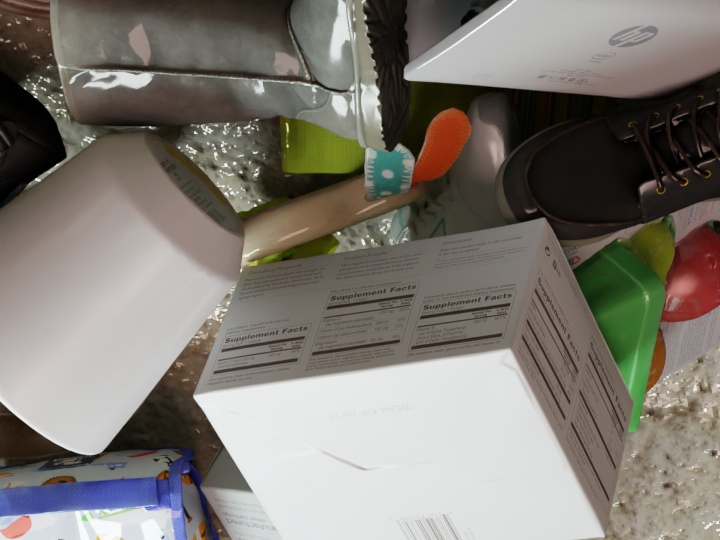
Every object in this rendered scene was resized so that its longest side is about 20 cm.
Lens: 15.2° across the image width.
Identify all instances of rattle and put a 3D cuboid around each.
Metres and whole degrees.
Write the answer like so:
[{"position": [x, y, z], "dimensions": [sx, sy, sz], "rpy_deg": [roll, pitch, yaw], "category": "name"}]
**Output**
[{"position": [0.000, 0.000, 1.624], "dimensions": [0.200, 0.143, 0.130], "rpy_deg": [-17, 166, 35], "category": "rattle"}]

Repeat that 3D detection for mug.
[{"position": [-0.156, -0.010, 1.581], "dimensions": [0.153, 0.187, 0.149], "rpy_deg": [-43, 136, 12], "category": "mug"}]

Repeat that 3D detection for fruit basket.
[{"position": [0.173, 0.013, 1.683], "dimensions": [0.094, 0.200, 0.186], "rpy_deg": [36, 142, 28], "category": "fruit basket"}]

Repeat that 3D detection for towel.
[{"position": [0.050, -0.091, 1.656], "dimensions": [0.199, 0.018, 0.086], "rpy_deg": [-1, 132, 0], "category": "towel"}]

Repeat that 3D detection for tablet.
[{"position": [0.136, -0.126, 1.495], "dimensions": [0.199, 0.014, 0.130], "rpy_deg": [1, 159, -38], "category": "tablet"}]

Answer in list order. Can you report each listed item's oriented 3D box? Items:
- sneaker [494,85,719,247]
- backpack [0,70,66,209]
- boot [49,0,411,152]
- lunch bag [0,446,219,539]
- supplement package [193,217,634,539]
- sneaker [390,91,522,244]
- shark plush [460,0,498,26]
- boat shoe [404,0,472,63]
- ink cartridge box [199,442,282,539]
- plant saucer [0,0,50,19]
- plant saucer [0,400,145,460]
[{"position": [0.177, -0.074, 1.559], "dimensions": [0.199, 0.075, 0.106], "rpy_deg": [-16, 170, -29], "category": "sneaker"}, {"position": [-0.301, -0.058, 1.612], "dimensions": [0.163, 0.154, 0.200], "rpy_deg": [31, 103, -29], "category": "backpack"}, {"position": [-0.076, -0.146, 1.511], "dimensions": [0.199, 0.073, 0.182], "rpy_deg": [13, 128, 18], "category": "boot"}, {"position": [-0.185, 0.187, 1.824], "dimensions": [0.169, 0.124, 0.200], "rpy_deg": [-6, 152, 4], "category": "lunch bag"}, {"position": [0.035, 0.075, 1.569], "dimensions": [0.199, 0.111, 0.156], "rpy_deg": [-9, 130, 26], "category": "supplement package"}, {"position": [0.059, -0.034, 1.658], "dimensions": [0.080, 0.071, 0.201], "rpy_deg": [5, 143, -1], "category": "sneaker"}, {"position": [0.077, -0.164, 1.458], "dimensions": [0.091, 0.200, 0.084], "rpy_deg": [19, 106, 34], "category": "shark plush"}, {"position": [0.097, -0.147, 1.570], "dimensions": [0.199, 0.068, 0.074], "rpy_deg": [-9, 88, -7], "category": "boat shoe"}, {"position": [0.003, 0.187, 1.831], "dimensions": [0.145, 0.083, 0.200], "rpy_deg": [4, 139, 33], "category": "ink cartridge box"}, {"position": [-0.172, -0.215, 1.531], "dimensions": [0.199, 0.032, 0.201], "rpy_deg": [0, 133, 0], "category": "plant saucer"}, {"position": [-0.231, 0.044, 1.765], "dimensions": [0.199, 0.035, 0.201], "rpy_deg": [0, 132, 0], "category": "plant saucer"}]
